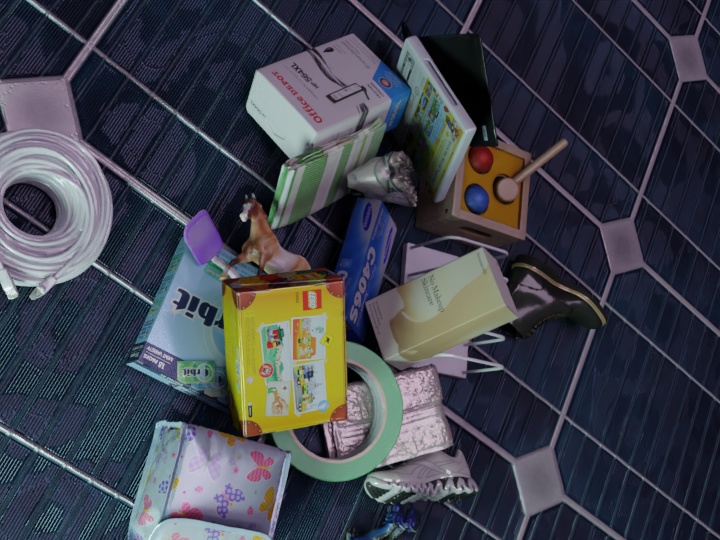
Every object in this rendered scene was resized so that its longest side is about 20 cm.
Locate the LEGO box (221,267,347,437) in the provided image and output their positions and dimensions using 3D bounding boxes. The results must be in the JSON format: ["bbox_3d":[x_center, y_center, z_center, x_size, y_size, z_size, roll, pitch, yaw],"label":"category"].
[{"bbox_3d":[-0.100,0.107,1.363,0.149,0.077,0.200,-6,103,-22],"label":"LEGO box"}]

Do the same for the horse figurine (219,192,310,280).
[{"bbox_3d":[-0.115,0.003,1.435,0.200,0.050,0.133,41,44,-25],"label":"horse figurine"}]

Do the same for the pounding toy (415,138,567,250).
[{"bbox_3d":[0.219,-0.145,1.697,0.200,0.142,0.184,16,72,-31],"label":"pounding toy"}]

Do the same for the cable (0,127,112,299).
[{"bbox_3d":[-0.414,-0.078,1.295,0.200,0.069,0.200,-36,101,-35],"label":"cable"}]

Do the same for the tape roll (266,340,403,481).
[{"bbox_3d":[-0.039,0.201,1.470,0.200,0.048,0.201,2,82,-15],"label":"tape roll"}]

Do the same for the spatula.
[{"bbox_3d":[-0.176,0.009,1.414,0.200,0.021,0.057,53,51,-14],"label":"spatula"}]

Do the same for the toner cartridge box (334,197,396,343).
[{"bbox_3d":[0.000,0.000,1.549,0.095,0.043,0.200,58,45,-60],"label":"toner cartridge box"}]

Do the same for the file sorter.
[{"bbox_3d":[0.151,0.057,1.620,0.139,0.124,0.200,15,72,-32],"label":"file sorter"}]

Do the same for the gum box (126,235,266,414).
[{"bbox_3d":[-0.206,0.074,1.419,0.170,0.045,0.200,31,63,-26],"label":"gum box"}]

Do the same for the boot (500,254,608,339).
[{"bbox_3d":[0.323,0.083,1.772,0.200,0.077,0.138,32,67,-11],"label":"boot"}]

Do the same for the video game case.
[{"bbox_3d":[0.100,-0.228,1.567,0.023,0.200,0.182,-22,69,-21],"label":"video game case"}]

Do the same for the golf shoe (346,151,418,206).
[{"bbox_3d":[0.034,-0.139,1.588,0.200,0.097,0.078,30,51,-74],"label":"golf shoe"}]

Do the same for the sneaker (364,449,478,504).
[{"bbox_3d":[0.088,0.312,1.565,0.200,0.075,0.081,8,62,-35],"label":"sneaker"}]

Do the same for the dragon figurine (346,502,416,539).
[{"bbox_3d":[0.012,0.423,1.464,0.059,0.099,0.200,37,62,-22],"label":"dragon figurine"}]

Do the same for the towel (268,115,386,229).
[{"bbox_3d":[-0.051,-0.142,1.519,0.200,0.153,0.023,-32,67,-35],"label":"towel"}]

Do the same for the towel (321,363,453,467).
[{"bbox_3d":[0.037,0.221,1.531,0.200,0.034,0.133,-12,88,-18],"label":"towel"}]

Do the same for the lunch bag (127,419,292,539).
[{"bbox_3d":[-0.198,0.311,1.330,0.169,0.127,0.200,22,75,-27],"label":"lunch bag"}]

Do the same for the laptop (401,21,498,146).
[{"bbox_3d":[0.136,-0.295,1.600,0.103,0.200,0.177,-11,114,2],"label":"laptop"}]

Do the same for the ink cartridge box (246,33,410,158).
[{"bbox_3d":[-0.048,-0.257,1.540,0.200,0.084,0.146,-30,69,-35],"label":"ink cartridge box"}]

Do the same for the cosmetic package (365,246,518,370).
[{"bbox_3d":[0.118,0.058,1.503,0.071,0.200,0.105,34,32,-59],"label":"cosmetic package"}]
